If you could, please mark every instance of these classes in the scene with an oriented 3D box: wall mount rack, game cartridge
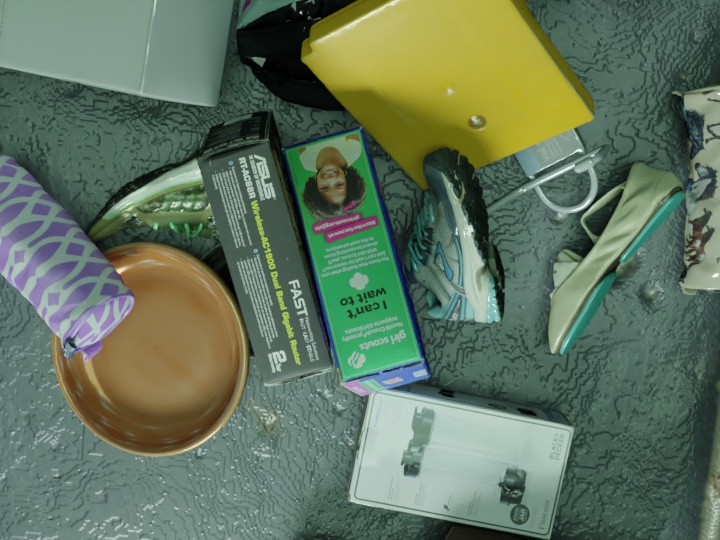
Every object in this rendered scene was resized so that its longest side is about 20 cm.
[{"bbox_3d":[0.126,-0.123,1.012,0.173,0.075,0.201,-27,96,33],"label":"wall mount rack"},{"bbox_3d":[0.072,-0.161,0.902,0.175,0.033,0.200,-21,136,28],"label":"game cartridge"}]

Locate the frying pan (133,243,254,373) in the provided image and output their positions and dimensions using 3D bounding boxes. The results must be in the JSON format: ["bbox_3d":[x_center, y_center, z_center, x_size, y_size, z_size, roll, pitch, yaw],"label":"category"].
[{"bbox_3d":[-0.126,0.055,1.050,0.114,0.031,0.191,34,107,-1],"label":"frying pan"}]

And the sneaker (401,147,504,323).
[{"bbox_3d":[0.074,-0.021,0.985,0.085,0.078,0.201,-8,133,14],"label":"sneaker"}]

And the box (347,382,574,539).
[{"bbox_3d":[0.094,0.177,1.052,0.198,0.060,0.118,10,97,-2],"label":"box"}]

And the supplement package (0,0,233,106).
[{"bbox_3d":[-0.224,-0.218,0.936,0.198,0.117,0.119,14,98,24],"label":"supplement package"}]

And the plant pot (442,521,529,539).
[{"bbox_3d":[0.149,0.330,1.028,0.199,0.187,0.188,32,96,10],"label":"plant pot"}]

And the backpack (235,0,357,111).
[{"bbox_3d":[-0.010,-0.225,0.949,0.198,0.167,0.128,-9,55,14],"label":"backpack"}]

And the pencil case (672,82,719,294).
[{"bbox_3d":[0.335,-0.072,1.015,0.077,0.089,0.202,-6,99,-28],"label":"pencil case"}]

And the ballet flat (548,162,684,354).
[{"bbox_3d":[0.224,-0.016,1.030,0.069,0.070,0.201,34,102,-4],"label":"ballet flat"}]

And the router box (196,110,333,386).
[{"bbox_3d":[-0.078,-0.023,0.928,0.062,0.150,0.202,-15,107,0],"label":"router box"}]

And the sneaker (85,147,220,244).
[{"bbox_3d":[-0.162,-0.056,1.019,0.198,0.077,0.089,-24,105,5],"label":"sneaker"}]

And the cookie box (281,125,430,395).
[{"bbox_3d":[0.000,0.000,0.948,0.074,0.171,0.202,-16,79,2],"label":"cookie box"}]

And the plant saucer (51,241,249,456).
[{"bbox_3d":[-0.194,0.073,1.030,0.198,0.037,0.202,2,96,14],"label":"plant saucer"}]

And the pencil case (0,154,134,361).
[{"bbox_3d":[-0.290,-0.013,0.992,0.084,0.086,0.200,-32,74,-37],"label":"pencil case"}]
